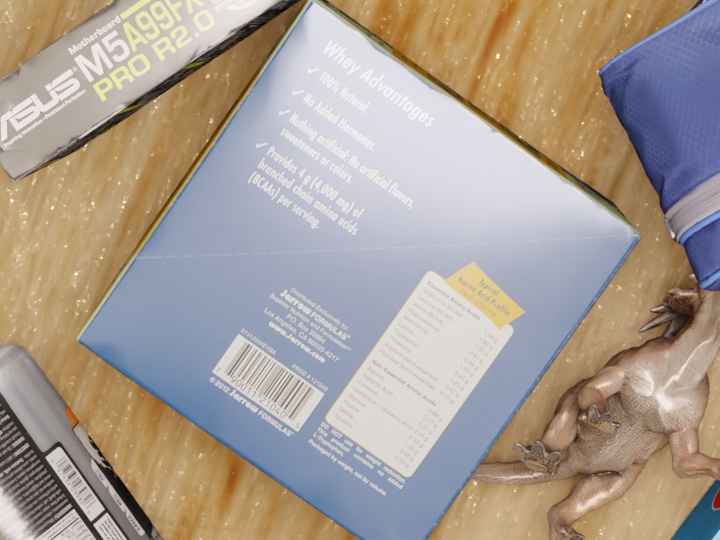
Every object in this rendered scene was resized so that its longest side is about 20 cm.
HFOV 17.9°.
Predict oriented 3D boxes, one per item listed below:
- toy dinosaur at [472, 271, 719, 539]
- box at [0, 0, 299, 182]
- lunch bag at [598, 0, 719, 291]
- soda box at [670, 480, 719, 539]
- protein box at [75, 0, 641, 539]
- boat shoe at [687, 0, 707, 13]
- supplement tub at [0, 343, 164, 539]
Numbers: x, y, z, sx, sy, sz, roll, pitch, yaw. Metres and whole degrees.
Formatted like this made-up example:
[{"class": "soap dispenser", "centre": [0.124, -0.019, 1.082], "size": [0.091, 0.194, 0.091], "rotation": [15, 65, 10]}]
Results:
[{"class": "toy dinosaur", "centre": [0.143, 0.067, 1.180], "size": [0.200, 0.136, 0.086], "rotation": [-33, 108, 34]}, {"class": "box", "centre": [-0.100, -0.110, 1.104], "size": [0.160, 0.200, 0.044], "rotation": [-33, 95, 5]}, {"class": "lunch bag", "centre": [0.221, -0.060, 1.080], "size": [0.136, 0.200, 0.133], "rotation": [-30, 76, 33]}, {"class": "soda box", "centre": [0.240, 0.100, 1.193], "size": [0.064, 0.068, 0.200], "rotation": [37, 96, -5]}, {"class": "protein box", "centre": [0.000, 0.000, 1.149], "size": [0.198, 0.135, 0.200], "rotation": [35, 96, -3]}, {"class": "boat shoe", "centre": [0.216, -0.175, 1.169], "size": [0.200, 0.075, 0.093], "rotation": [-38, 67, 14]}, {"class": "supplement tub", "centre": [-0.168, 0.149, 1.175], "size": [0.122, 0.123, 0.200], "rotation": [-34, 96, 4]}]
